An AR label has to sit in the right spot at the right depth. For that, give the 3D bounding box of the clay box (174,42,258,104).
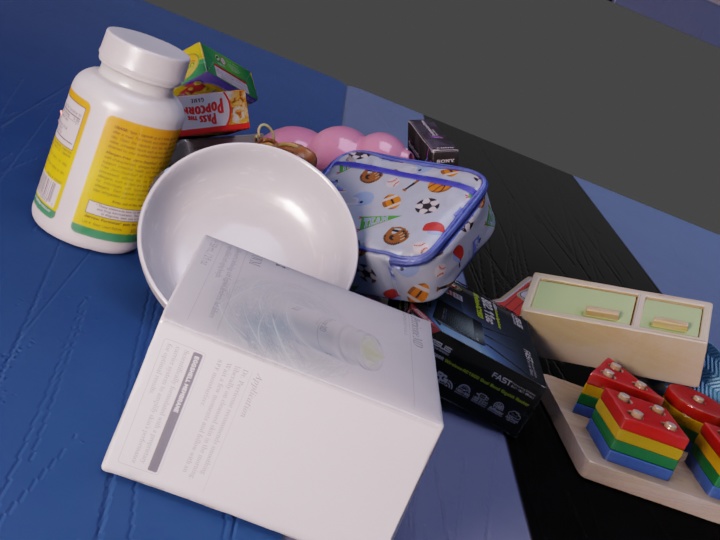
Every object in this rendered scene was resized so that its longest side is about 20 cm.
[{"bbox_3d":[-0.242,-0.203,1.420,0.115,0.200,0.048,20,49,-60],"label":"clay box"}]

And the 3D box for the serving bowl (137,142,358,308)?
[{"bbox_3d":[-0.105,-0.016,1.052,0.200,0.201,0.066,22,-27,-3],"label":"serving bowl"}]

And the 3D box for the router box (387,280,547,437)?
[{"bbox_3d":[0.101,0.072,1.158,0.150,0.062,0.200,29,16,-7],"label":"router box"}]

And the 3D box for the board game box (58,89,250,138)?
[{"bbox_3d":[-0.238,-0.167,1.296,0.199,0.046,0.151,-9,6,-14],"label":"board game box"}]

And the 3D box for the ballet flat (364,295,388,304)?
[{"bbox_3d":[0.000,0.000,1.213,0.071,0.069,0.200,38,34,-29],"label":"ballet flat"}]

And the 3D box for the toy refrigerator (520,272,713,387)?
[{"bbox_3d":[0.281,0.061,1.265,0.199,0.070,0.076,11,38,16],"label":"toy refrigerator"}]

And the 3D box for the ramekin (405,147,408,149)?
[{"bbox_3d":[0.060,-0.107,1.630,0.200,0.098,0.201,21,17,-7],"label":"ramekin"}]

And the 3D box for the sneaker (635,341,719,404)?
[{"bbox_3d":[0.372,0.121,1.335,0.081,0.076,0.200,51,-6,-29],"label":"sneaker"}]

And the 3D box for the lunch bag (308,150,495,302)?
[{"bbox_3d":[0.026,-0.052,1.143,0.200,0.076,0.160,16,52,34],"label":"lunch bag"}]

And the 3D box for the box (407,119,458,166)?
[{"bbox_3d":[0.085,-0.066,1.360,0.036,0.201,0.143,-5,22,-8],"label":"box"}]

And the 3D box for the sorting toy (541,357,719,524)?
[{"bbox_3d":[0.300,0.161,1.157,0.199,0.070,0.199,20,17,-11],"label":"sorting toy"}]

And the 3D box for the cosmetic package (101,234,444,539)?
[{"bbox_3d":[-0.055,0.086,0.832,0.200,0.123,0.199,22,16,-7],"label":"cosmetic package"}]

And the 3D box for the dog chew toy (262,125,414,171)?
[{"bbox_3d":[-0.033,-0.112,1.335,0.199,0.125,0.124,-5,6,22],"label":"dog chew toy"}]

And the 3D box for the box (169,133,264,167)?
[{"bbox_3d":[-0.178,-0.115,1.338,0.068,0.082,0.200,-6,5,21],"label":"box"}]

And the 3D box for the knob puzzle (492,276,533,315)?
[{"bbox_3d":[0.243,0.048,1.375,0.219,0.031,0.220,-3,21,1],"label":"knob puzzle"}]

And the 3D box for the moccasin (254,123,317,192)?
[{"bbox_3d":[-0.102,-0.108,1.208,0.074,0.078,0.201,52,-17,-13],"label":"moccasin"}]

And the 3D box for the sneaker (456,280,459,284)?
[{"bbox_3d":[0.023,0.006,1.297,0.099,0.071,0.200,-11,39,-46],"label":"sneaker"}]

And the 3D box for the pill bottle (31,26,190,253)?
[{"bbox_3d":[-0.238,-0.128,1.113,0.112,0.200,0.113,21,16,-6],"label":"pill bottle"}]

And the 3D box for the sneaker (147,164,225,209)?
[{"bbox_3d":[-0.124,-0.031,1.128,0.200,0.075,0.087,37,18,-38],"label":"sneaker"}]
